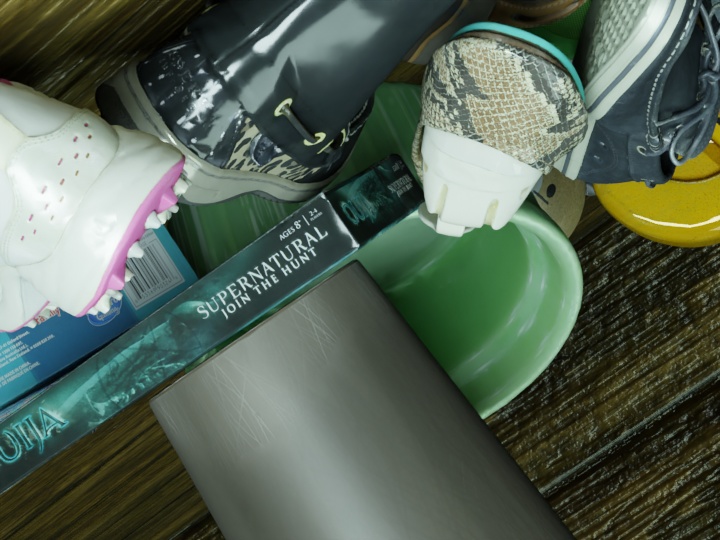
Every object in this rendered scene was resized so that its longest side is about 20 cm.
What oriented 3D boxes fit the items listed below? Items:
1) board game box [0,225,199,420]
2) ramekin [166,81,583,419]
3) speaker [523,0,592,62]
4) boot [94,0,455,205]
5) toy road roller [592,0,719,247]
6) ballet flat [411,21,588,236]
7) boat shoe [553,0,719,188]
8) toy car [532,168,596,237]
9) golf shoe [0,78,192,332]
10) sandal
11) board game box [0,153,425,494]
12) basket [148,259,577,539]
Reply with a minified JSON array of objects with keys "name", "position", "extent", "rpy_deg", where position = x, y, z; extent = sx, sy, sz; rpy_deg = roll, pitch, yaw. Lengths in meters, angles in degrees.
[{"name":"board game box","position":[-0.186,0.055,1.144],"extent":[0.151,0.047,0.200],"rpy_deg":[-32,179,-44]},{"name":"ramekin","position":[0.000,0.000,1.222],"extent":[0.200,0.098,0.200],"rpy_deg":[-14,144,-10]},{"name":"speaker","position":[0.117,-0.154,1.039],"extent":[0.088,0.089,0.200],"rpy_deg":[-32,173,-23]},{"name":"boot","position":[0.000,-0.097,0.939],"extent":[0.154,0.074,0.204],"rpy_deg":[-40,174,20]},{"name":"toy road roller","position":[0.198,-0.051,1.155],"extent":[0.146,0.200,0.123],"rpy_deg":[-48,172,6]},{"name":"ballet flat","position":[0.049,-0.049,0.991],"extent":[0.200,0.068,0.075],"rpy_deg":[162,-50,-88]},{"name":"boat shoe","position":[0.118,-0.081,1.005],"extent":[0.200,0.062,0.075],"rpy_deg":[98,7,-74]},{"name":"toy car","position":[0.078,-0.045,1.408],"extent":[0.200,0.164,0.158],"rpy_deg":[-43,176,-12]},{"name":"golf shoe","position":[-0.122,-0.030,0.831],"extent":[0.075,0.091,0.200],"rpy_deg":[-62,-165,-14]},{"name":"sandal","position":[0.066,-0.123,0.984],"extent":[0.200,0.054,0.082],"rpy_deg":[-38,-150,65]},{"name":"board game box","position":[-0.070,0.023,1.042],"extent":[0.200,0.028,0.135],"rpy_deg":[-34,-179,16]},{"name":"basket","position":[0.008,0.108,1.088],"extent":[0.136,0.200,0.180],"rpy_deg":[-34,179,18]}]
